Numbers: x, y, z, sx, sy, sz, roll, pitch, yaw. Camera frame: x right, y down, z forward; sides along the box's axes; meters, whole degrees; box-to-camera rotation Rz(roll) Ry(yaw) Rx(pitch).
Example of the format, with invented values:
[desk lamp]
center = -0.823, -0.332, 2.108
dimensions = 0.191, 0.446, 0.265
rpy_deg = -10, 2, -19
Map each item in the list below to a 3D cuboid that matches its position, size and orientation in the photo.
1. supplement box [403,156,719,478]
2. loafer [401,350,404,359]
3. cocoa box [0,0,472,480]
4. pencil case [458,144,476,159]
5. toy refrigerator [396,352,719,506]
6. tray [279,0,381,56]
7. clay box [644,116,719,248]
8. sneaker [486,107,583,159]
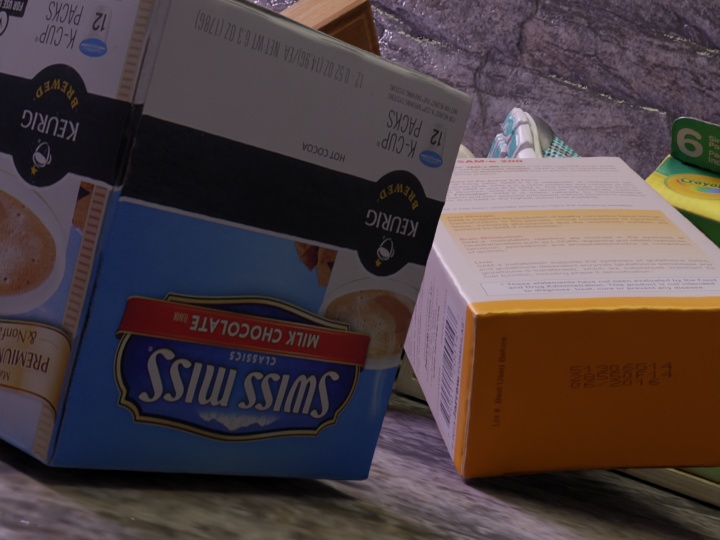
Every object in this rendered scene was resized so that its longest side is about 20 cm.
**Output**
[supplement box]
center = 0.084, 0.012, 0.617
dimensions = 0.126, 0.074, 0.200
rpy_deg = -1, 22, -8
[loafer]
center = 0.000, 0.000, 0.875
dimensions = 0.200, 0.068, 0.076
rpy_deg = 29, -44, -8
[cocoa box]
center = -0.090, -0.023, 0.456
dimensions = 0.200, 0.132, 0.133
rpy_deg = 17, 3, 42
[pencil case]
center = -0.002, -0.017, 0.770
dimensions = 0.089, 0.078, 0.200
rpy_deg = -23, 6, 42
[toy refrigerator]
center = 0.122, 0.057, 0.727
dimensions = 0.200, 0.076, 0.070
rpy_deg = 18, 3, 35
[tray]
center = -0.072, -0.070, 0.780
dimensions = 0.037, 0.200, 0.099
rpy_deg = 35, -29, 40
[clay box]
center = 0.202, 0.023, 0.740
dimensions = 0.115, 0.200, 0.048
rpy_deg = 21, 46, 30
[sneaker]
center = 0.129, -0.036, 0.858
dimensions = 0.091, 0.078, 0.200
rpy_deg = 16, 25, -15
